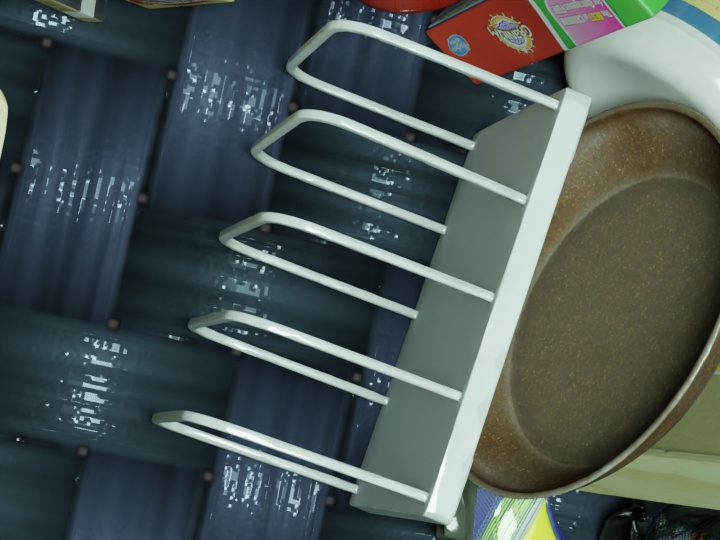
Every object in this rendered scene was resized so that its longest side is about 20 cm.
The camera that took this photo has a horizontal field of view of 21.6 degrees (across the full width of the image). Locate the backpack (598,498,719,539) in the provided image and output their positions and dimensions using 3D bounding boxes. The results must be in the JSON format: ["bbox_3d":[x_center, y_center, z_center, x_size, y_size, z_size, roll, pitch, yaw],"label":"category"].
[{"bbox_3d":[0.194,0.230,0.921,0.200,0.154,0.191,29,89,-17],"label":"backpack"}]

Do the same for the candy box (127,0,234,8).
[{"bbox_3d":[-0.124,-0.192,0.825,0.055,0.200,0.116,0,85,27],"label":"candy box"}]

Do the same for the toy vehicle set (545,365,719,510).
[{"bbox_3d":[0.198,0.044,0.914,0.200,0.124,0.027,-37,113,-32],"label":"toy vehicle set"}]

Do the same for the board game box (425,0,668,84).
[{"bbox_3d":[0.126,-0.167,0.891,0.040,0.200,0.153,46,75,-11],"label":"board game box"}]

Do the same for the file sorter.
[{"bbox_3d":[0.000,0.000,0.875,0.124,0.139,0.200,22,80,-12],"label":"file sorter"}]

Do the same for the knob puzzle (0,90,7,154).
[{"bbox_3d":[-0.256,-0.045,0.850,0.219,0.030,0.220,1,86,-17],"label":"knob puzzle"}]

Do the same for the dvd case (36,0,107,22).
[{"bbox_3d":[-0.165,-0.206,0.827,0.016,0.200,0.149,3,84,28],"label":"dvd case"}]

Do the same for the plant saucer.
[{"bbox_3d":[0.113,0.018,0.882,0.037,0.200,0.201,27,78,-29],"label":"plant saucer"}]

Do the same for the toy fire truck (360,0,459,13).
[{"bbox_3d":[0.044,-0.215,0.878,0.168,0.200,0.112,-25,133,-21],"label":"toy fire truck"}]

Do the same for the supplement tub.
[{"bbox_3d":[0.216,-0.130,0.946,0.200,0.145,0.145,-46,100,-15],"label":"supplement tub"}]

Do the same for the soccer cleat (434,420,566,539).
[{"bbox_3d":[0.081,0.174,0.922,0.084,0.065,0.200,-1,84,-5],"label":"soccer cleat"}]
